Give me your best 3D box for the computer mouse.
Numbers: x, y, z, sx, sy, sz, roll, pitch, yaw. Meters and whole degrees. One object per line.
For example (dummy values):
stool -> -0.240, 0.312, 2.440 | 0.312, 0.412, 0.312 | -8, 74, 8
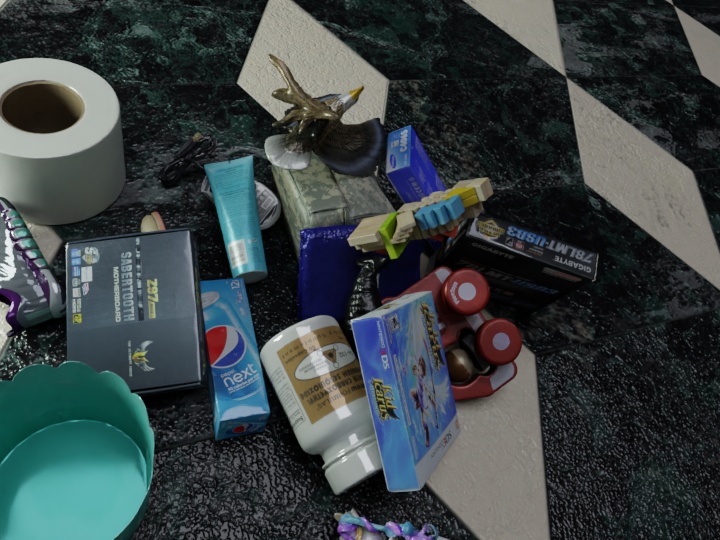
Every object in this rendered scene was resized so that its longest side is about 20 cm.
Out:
computer mouse -> -0.215, -0.131, 0.953 | 0.200, 0.044, 0.110 | 37, 76, 5

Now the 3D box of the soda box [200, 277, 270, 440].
soda box -> -0.172, 0.111, 0.782 | 0.064, 0.068, 0.201 | -5, 57, -21

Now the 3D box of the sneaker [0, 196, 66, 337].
sneaker -> -0.463, -0.010, 0.775 | 0.087, 0.075, 0.200 | -30, 69, -27

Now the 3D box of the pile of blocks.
pile of blocks -> 0.086, -0.055, 0.789 | 0.199, 0.062, 0.082 | -21, 24, 12

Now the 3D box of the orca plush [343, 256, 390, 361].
orca plush -> 0.016, 0.082, 0.803 | 0.104, 0.071, 0.202 | 11, 94, 13

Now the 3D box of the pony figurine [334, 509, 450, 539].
pony figurine -> 0.049, 0.355, 0.646 | 0.199, 0.168, 0.193 | 21, 19, 2

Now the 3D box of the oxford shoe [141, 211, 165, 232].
oxford shoe -> -0.300, 0.003, 0.819 | 0.074, 0.071, 0.201 | -3, 57, -17

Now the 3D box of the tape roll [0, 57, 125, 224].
tape roll -> -0.450, -0.187, 0.862 | 0.201, 0.140, 0.204 | 8, 54, -11

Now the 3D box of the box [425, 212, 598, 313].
box -> 0.221, -0.005, 0.909 | 0.199, 0.199, 0.050 | 18, 71, -6

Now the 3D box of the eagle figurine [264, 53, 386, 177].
eagle figurine -> -0.048, -0.212, 0.859 | 0.150, 0.200, 0.153 | -5, 88, 10

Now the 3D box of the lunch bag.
lunch bag -> -0.038, -0.114, 0.941 | 0.167, 0.140, 0.201 | -13, 59, -18

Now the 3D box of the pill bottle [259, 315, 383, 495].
pill bottle -> -0.038, 0.169, 0.753 | 0.114, 0.115, 0.201 | -19, 68, -28

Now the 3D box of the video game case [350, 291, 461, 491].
video game case -> 0.064, 0.138, 0.739 | 0.181, 0.045, 0.202 | -17, 95, -66

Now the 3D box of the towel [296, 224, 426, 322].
towel -> 0.000, 0.000, 0.881 | 0.199, 0.149, 0.050 | -5, 22, -25

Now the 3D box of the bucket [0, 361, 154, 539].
bucket -> -0.313, 0.215, 0.618 | 0.205, 0.135, 0.208 | 9, 53, -12

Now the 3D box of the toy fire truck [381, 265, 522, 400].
toy fire truck -> 0.125, 0.099, 0.863 | 0.167, 0.112, 0.201 | -33, 88, -6

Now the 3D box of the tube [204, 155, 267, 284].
tube -> -0.185, -0.081, 0.900 | 0.077, 0.050, 0.201 | -11, 72, -9

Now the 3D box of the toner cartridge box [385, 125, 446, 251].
toner cartridge box -> 0.104, -0.130, 0.978 | 0.043, 0.200, 0.096 | -15, 48, 23

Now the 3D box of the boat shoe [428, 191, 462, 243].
boat shoe -> 0.150, -0.079, 0.932 | 0.072, 0.200, 0.065 | 2, 70, 30

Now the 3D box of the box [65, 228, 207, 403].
box -> -0.279, 0.055, 0.742 | 0.156, 0.051, 0.202 | -6, 76, -5
